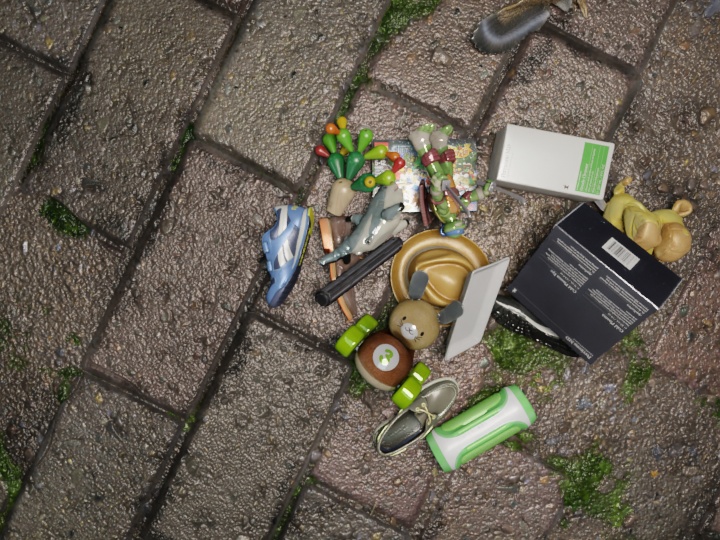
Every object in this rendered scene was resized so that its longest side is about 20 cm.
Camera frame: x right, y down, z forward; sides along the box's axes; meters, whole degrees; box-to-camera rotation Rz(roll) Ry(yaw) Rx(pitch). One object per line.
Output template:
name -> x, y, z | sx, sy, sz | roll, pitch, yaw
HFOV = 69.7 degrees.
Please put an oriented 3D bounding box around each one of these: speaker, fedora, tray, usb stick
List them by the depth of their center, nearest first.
usb stick -> 0.000, 0.000, 0.934 | 0.200, 0.055, 0.033 | -36, 87, -28
tray -> 0.204, 0.067, 0.938 | 0.107, 0.022, 0.201 | -17, 132, -36
fedora -> 0.155, 0.015, 0.971 | 0.199, 0.082, 0.202 | 0, 91, 0
speaker -> 0.227, 0.298, 0.979 | 0.199, 0.088, 0.089 | -30, 92, 1

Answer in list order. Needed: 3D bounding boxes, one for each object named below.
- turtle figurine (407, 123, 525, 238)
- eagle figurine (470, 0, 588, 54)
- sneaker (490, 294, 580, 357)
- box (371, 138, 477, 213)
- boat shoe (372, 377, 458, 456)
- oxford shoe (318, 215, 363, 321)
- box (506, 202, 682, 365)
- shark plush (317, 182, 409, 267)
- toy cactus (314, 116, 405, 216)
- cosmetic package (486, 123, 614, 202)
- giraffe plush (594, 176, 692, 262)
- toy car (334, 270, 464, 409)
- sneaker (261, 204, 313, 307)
turtle figurine -> 0.173, -0.166, 0.890 | 0.143, 0.200, 0.195 | -18, 83, -15
eagle figurine -> 0.300, -0.509, 0.951 | 0.199, 0.151, 0.152 | -10, 47, 29
sneaker -> 0.344, 0.084, 0.992 | 0.199, 0.076, 0.088 | 27, 67, 3
box -> 0.120, -0.179, 0.987 | 0.199, 0.038, 0.138 | -1, 92, 0
boat shoe -> 0.110, 0.283, 0.990 | 0.201, 0.060, 0.072 | -39, 92, 1
oxford shoe -> -0.025, -0.006, 0.978 | 0.072, 0.071, 0.201 | -12, 91, -5
box -> 0.389, 0.024, 0.887 | 0.104, 0.183, 0.200 | -31, 68, -34
shark plush -> 0.008, -0.075, 0.949 | 0.200, 0.091, 0.083 | -45, 70, 9
toy cactus -> -0.019, -0.179, 0.941 | 0.200, 0.102, 0.166 | 34, 110, 26
cosmetic package -> 0.349, -0.197, 0.965 | 0.199, 0.085, 0.108 | 9, 94, -2
giraffe plush -> 0.526, -0.064, 0.954 | 0.161, 0.173, 0.201 | 11, 57, -11
toy car -> 0.086, 0.107, 0.916 | 0.164, 0.158, 0.200 | 41, 110, 8
sneaker -> -0.149, -0.030, 0.977 | 0.082, 0.074, 0.201 | 16, 84, 1
